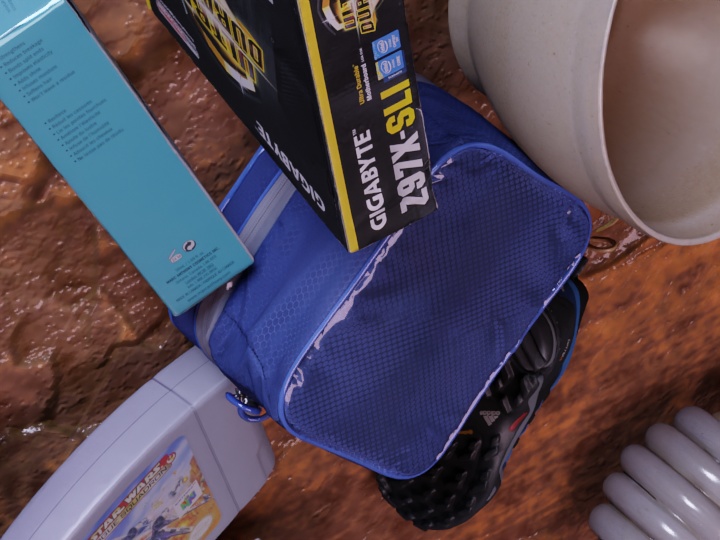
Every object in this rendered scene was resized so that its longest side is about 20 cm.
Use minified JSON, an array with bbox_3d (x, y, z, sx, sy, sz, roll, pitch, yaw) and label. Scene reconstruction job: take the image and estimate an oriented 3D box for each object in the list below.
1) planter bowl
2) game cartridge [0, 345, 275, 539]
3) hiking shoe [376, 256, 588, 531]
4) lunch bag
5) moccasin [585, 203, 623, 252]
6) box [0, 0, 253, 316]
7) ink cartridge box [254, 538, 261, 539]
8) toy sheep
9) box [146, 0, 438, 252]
[{"bbox_3d":[0.129,-0.127,0.977,0.200,0.134,0.201,-22,122,-40],"label":"planter bowl"},{"bbox_3d":[-0.127,0.136,1.076,0.200,0.041,0.133,-48,156,-19],"label":"game cartridge"},{"bbox_3d":[0.080,0.082,1.202,0.087,0.074,0.200,-32,161,-47],"label":"hiking shoe"},{"bbox_3d":[0.000,0.000,1.025,0.136,0.132,0.200,31,97,-46],"label":"lunch bag"},{"bbox_3d":[0.128,-0.049,1.124,0.201,0.074,0.078,-45,132,-5],"label":"moccasin"},{"bbox_3d":[-0.122,-0.068,0.914,0.049,0.082,0.200,-35,139,-2],"label":"box"},{"bbox_3d":[-0.079,0.227,1.170,0.200,0.059,0.104,-31,148,-49],"label":"ink cartridge box"},{"bbox_3d":[0.220,0.167,1.335,0.200,0.138,0.138,-45,139,-3],"label":"toy sheep"},{"bbox_3d":[-0.045,-0.127,0.825,0.049,0.200,0.160,-26,138,-15],"label":"box"}]
